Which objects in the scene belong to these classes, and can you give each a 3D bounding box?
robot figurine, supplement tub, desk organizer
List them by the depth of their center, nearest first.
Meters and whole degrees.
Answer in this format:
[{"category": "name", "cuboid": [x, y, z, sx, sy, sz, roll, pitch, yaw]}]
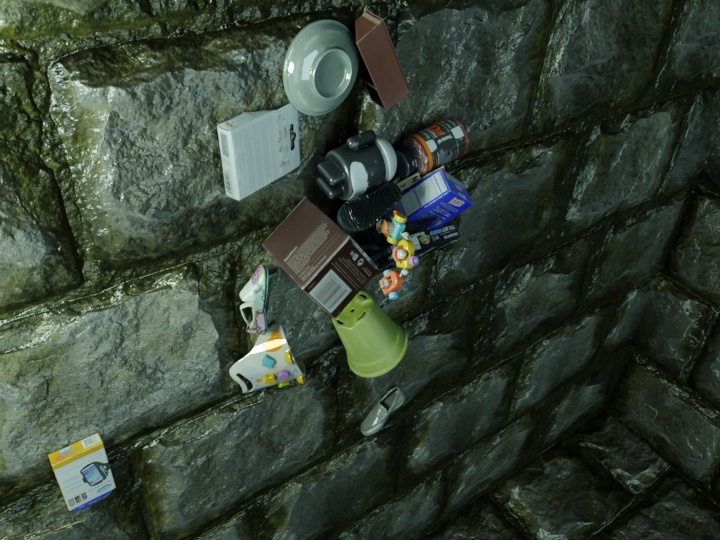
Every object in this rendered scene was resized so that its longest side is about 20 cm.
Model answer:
[{"category": "desk organizer", "cuboid": [0.037, -0.461, 1.423, 0.077, 0.072, 0.201, -40, 140, -6]}, {"category": "robot figurine", "cuboid": [-0.008, -0.244, 1.515, 0.197, 0.150, 0.127, -26, 95, -24]}, {"category": "supplement tub", "cuboid": [0.178, -0.310, 1.645, 0.197, 0.107, 0.109, -29, 137, -23]}]

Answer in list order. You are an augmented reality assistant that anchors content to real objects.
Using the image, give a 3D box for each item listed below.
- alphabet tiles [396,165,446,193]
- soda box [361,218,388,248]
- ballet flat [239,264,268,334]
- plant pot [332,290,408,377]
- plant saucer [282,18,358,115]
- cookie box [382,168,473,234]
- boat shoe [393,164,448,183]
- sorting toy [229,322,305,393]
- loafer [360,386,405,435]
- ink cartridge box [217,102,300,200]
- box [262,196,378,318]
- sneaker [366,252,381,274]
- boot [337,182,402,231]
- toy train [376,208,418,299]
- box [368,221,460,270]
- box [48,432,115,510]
[{"category": "alphabet tiles", "cuboid": [0.137, -0.206, 1.672, 0.197, 0.008, 0.167, -27, 159, 7]}, {"category": "soda box", "cuboid": [0.094, -0.080, 1.782, 0.068, 0.064, 0.199, -53, 141, 6]}, {"category": "ballet flat", "cuboid": [-0.263, 0.079, 1.583, 0.069, 0.070, 0.204, -5, 127, -16]}, {"category": "plant pot", "cuboid": [0.013, 0.165, 1.824, 0.199, 0.200, 0.186, -40, 129, -10]}, {"category": "plant saucer", "cuboid": [-0.071, -0.423, 1.361, 0.197, 0.050, 0.204, -27, 135, -30]}, {"category": "cookie box", "cuboid": [0.176, -0.167, 1.689, 0.198, 0.077, 0.170, -32, 158, 23]}, {"category": "boat shoe", "cuboid": [0.153, -0.238, 1.713, 0.198, 0.062, 0.075, -37, 141, -9]}, {"category": "sorting toy", "cuboid": [-0.254, 0.268, 1.730, 0.176, 0.108, 0.202, -23, 137, -1]}, {"category": "loafer", "cuboid": [0.072, 0.482, 2.210, 0.200, 0.069, 0.070, -46, 137, -17]}, {"category": "ink cartridge box", "cuboid": [-0.214, -0.267, 1.379, 0.199, 0.049, 0.165, -40, 143, -40]}, {"category": "box", "cuboid": [-0.096, -0.031, 1.536, 0.165, 0.200, 0.166, -46, 141, -1]}, {"category": "sneaker", "cuboid": [0.000, 0.000, 1.742, 0.197, 0.084, 0.078, -6, 126, -40]}, {"category": "boot", "cuboid": [-0.008, -0.129, 1.535, 0.199, 0.077, 0.167, -35, -177, -35]}, {"category": "toy train", "cuboid": [0.067, -0.043, 1.513, 0.055, 0.205, 0.150, 1, 159, -33]}, {"category": "box", "cuboid": [0.127, -0.054, 1.657, 0.195, 0.051, 0.199, -14, 172, -35]}, {"category": "box", "cuboid": [-0.666, 0.493, 1.547, 0.117, 0.041, 0.204, -21, 135, -30]}]
